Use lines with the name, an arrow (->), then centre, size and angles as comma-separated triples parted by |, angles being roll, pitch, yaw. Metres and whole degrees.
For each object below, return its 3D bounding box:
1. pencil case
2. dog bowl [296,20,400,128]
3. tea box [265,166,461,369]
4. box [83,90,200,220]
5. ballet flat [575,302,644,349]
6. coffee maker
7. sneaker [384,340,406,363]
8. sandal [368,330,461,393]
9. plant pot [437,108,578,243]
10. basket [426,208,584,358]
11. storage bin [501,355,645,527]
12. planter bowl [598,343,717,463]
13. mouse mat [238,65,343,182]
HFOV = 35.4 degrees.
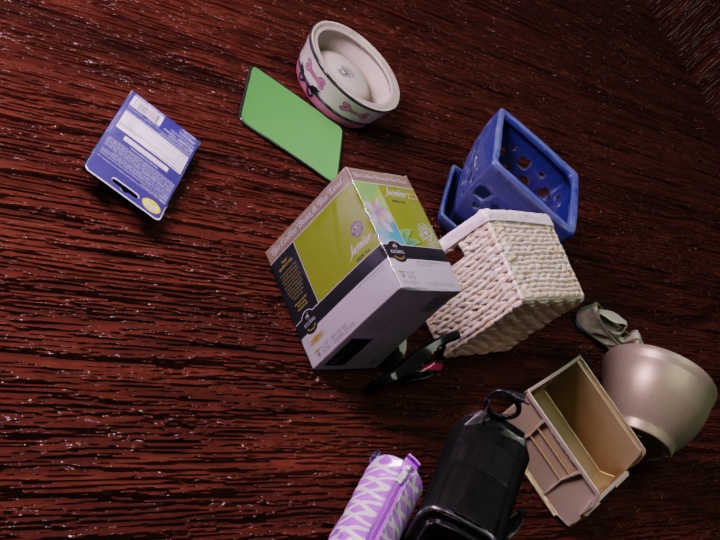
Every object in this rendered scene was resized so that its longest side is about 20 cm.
pencil case -> 0.018, 0.306, 1.366 | 0.084, 0.085, 0.201 | 44, 35, -7
dog bowl -> -0.028, -0.334, 1.962 | 0.198, 0.074, 0.202 | 30, 39, -27
tea box -> 0.000, 0.000, 1.546 | 0.132, 0.200, 0.199 | 2, 55, -46
box -> -0.295, -0.149, 1.511 | 0.120, 0.032, 0.201 | 37, 34, -16
ballet flat -> 0.485, 0.127, 2.092 | 0.198, 0.062, 0.068 | 33, 37, -22
coffee maker -> 0.136, 0.282, 1.436 | 0.132, 0.195, 0.201 | 6, 29, 16
sneaker -> 0.047, 0.046, 1.668 | 0.092, 0.070, 0.202 | 7, 48, -37
sandal -> 0.083, 0.141, 1.622 | 0.199, 0.075, 0.045 | -30, 86, -48
plant pot -> 0.251, -0.125, 1.973 | 0.199, 0.180, 0.201 | 39, 35, -14
basket -> 0.211, 0.023, 1.771 | 0.198, 0.198, 0.163 | -1, 60, -49
storage bin -> 0.329, 0.264, 1.752 | 0.200, 0.094, 0.199 | 55, 34, 11
planter bowl -> 0.482, 0.236, 1.891 | 0.199, 0.200, 0.136 | 37, 62, -15
mouse mat -> -0.109, -0.238, 1.834 | 0.199, 0.008, 0.162 | 34, 37, -23
